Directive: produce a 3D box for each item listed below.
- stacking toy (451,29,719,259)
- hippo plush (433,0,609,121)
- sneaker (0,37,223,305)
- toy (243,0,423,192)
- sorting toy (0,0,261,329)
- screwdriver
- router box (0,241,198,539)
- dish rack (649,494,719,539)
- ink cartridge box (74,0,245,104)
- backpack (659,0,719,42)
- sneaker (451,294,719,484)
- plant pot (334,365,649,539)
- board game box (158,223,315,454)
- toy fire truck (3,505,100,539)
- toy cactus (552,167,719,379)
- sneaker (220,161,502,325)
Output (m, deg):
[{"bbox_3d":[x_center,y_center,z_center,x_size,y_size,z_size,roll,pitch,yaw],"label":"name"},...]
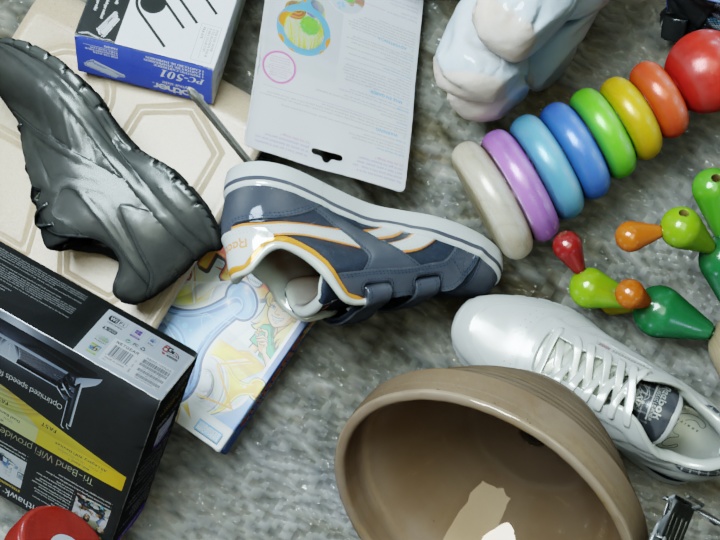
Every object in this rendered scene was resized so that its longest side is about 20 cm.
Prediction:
[{"bbox_3d":[0.163,-0.090,0.953,0.199,0.085,0.086,-30,82,1],"label":"stacking toy"},{"bbox_3d":[0.081,-0.210,0.925,0.161,0.159,0.200,46,127,11],"label":"hippo plush"},{"bbox_3d":[-0.178,-0.063,0.904,0.091,0.076,0.200,-44,79,-4],"label":"sneaker"},{"bbox_3d":[-0.019,-0.154,0.986,0.115,0.047,0.201,15,71,-21],"label":"toy"},{"bbox_3d":[-0.178,-0.063,0.958,0.184,0.036,0.201,29,77,6],"label":"sorting toy"},{"bbox_3d":[-0.068,-0.071,0.907,0.029,0.200,0.028,-19,67,3],"label":"screwdriver"},{"bbox_3d":[-0.215,0.070,0.914,0.199,0.158,0.052,29,40,5],"label":"router box"},{"bbox_3d":[0.199,0.213,0.863,0.054,0.200,0.154,17,82,31],"label":"dish rack"},{"bbox_3d":[-0.117,-0.214,0.974,0.093,0.044,0.201,14,63,0],"label":"ink cartridge box"},{"bbox_3d":[0.316,-0.232,0.946,0.199,0.147,0.184,11,85,0],"label":"backpack"},{"bbox_3d":[0.152,0.070,0.930,0.199,0.081,0.077,26,85,-1],"label":"sneaker"},{"bbox_3d":[0.092,0.129,0.903,0.200,0.201,0.093,36,46,7],"label":"plant pot"},{"bbox_3d":[-0.135,0.011,0.977,0.199,0.034,0.136,33,83,7],"label":"board game box"},{"bbox_3d":[-0.201,0.251,0.867,0.112,0.200,0.168,-43,81,25],"label":"toy fire truck"},{"bbox_3d":[0.236,0.014,0.951,0.199,0.102,0.166,-17,100,-3],"label":"toy cactus"},{"bbox_3d":[0.000,0.000,0.924,0.199,0.078,0.080,17,64,-24],"label":"sneaker"}]
